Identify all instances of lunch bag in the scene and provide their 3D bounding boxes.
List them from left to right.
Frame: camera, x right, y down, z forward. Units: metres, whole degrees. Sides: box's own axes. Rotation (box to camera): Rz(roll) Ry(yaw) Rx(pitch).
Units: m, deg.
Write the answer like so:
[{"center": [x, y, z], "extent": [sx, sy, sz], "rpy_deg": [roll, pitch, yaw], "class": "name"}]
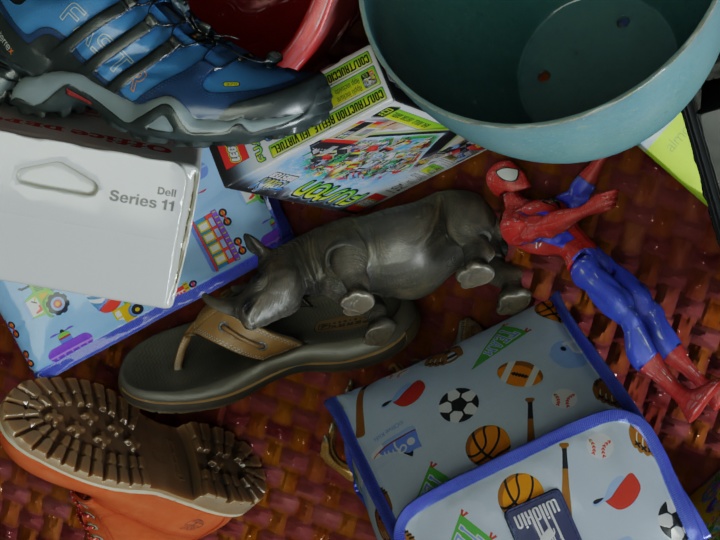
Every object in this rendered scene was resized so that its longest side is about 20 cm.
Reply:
[{"center": [-0.147, -0.045, 1.191], "extent": [0.198, 0.094, 0.152], "rpy_deg": [-26, 96, 9], "class": "lunch bag"}, {"center": [0.091, 0.133, 1.084], "extent": [0.169, 0.201, 0.124], "rpy_deg": [-24, 135, -3], "class": "lunch bag"}]

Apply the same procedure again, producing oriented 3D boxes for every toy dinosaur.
[{"center": [0.028, 0.125, 1.205], "extent": [0.105, 0.060, 0.202], "rpy_deg": [19, 109, 5], "class": "toy dinosaur"}]

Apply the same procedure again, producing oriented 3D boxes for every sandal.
[{"center": [-0.062, 0.038, 1.185], "extent": [0.198, 0.082, 0.055], "rpy_deg": [-11, 124, 13], "class": "sandal"}]

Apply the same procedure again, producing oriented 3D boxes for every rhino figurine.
[{"center": [0.000, 0.000, 1.148], "extent": [0.198, 0.088, 0.060], "rpy_deg": [-11, 135, -2], "class": "rhino figurine"}]

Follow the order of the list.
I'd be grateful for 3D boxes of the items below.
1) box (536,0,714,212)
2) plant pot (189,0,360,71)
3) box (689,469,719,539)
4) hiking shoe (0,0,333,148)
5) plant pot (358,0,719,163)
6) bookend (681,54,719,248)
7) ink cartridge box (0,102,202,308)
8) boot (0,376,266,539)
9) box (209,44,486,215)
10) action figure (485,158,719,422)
[{"center": [0.204, -0.121, 1.101], "extent": [0.200, 0.048, 0.122], "rpy_deg": [40, 110, -2], "class": "box"}, {"center": [-0.080, -0.195, 1.070], "extent": [0.198, 0.182, 0.203], "rpy_deg": [3, 102, 15], "class": "plant pot"}, {"center": [0.247, 0.255, 1.120], "extent": [0.200, 0.193, 0.122], "rpy_deg": [45, 110, -2], "class": "box"}, {"center": [-0.109, -0.116, 0.963], "extent": [0.198, 0.074, 0.088], "rpy_deg": [10, 107, 13], "class": "hiking shoe"}, {"center": [0.113, -0.138, 1.001], "extent": [0.198, 0.135, 0.202], "rpy_deg": [-8, 65, 18], "class": "plant pot"}, {"center": [0.232, -0.014, 0.998], "extent": [0.091, 0.200, 0.201], "rpy_deg": [-15, 104, 15], "class": "bookend"}, {"center": [-0.164, -0.056, 1.050], "extent": [0.145, 0.200, 0.084], "rpy_deg": [10, 106, -6], "class": "ink cartridge box"}, {"center": [-0.167, 0.138, 1.206], "extent": [0.199, 0.076, 0.107], "rpy_deg": [26, 128, -38], "class": "boot"}, {"center": [0.001, -0.077, 1.081], "extent": [0.109, 0.200, 0.035], "rpy_deg": [-26, 79, 18], "class": "box"}, {"center": [0.159, -0.015, 1.113], "extent": [0.200, 0.065, 0.099], "rpy_deg": [43, 116, 21], "class": "action figure"}]
